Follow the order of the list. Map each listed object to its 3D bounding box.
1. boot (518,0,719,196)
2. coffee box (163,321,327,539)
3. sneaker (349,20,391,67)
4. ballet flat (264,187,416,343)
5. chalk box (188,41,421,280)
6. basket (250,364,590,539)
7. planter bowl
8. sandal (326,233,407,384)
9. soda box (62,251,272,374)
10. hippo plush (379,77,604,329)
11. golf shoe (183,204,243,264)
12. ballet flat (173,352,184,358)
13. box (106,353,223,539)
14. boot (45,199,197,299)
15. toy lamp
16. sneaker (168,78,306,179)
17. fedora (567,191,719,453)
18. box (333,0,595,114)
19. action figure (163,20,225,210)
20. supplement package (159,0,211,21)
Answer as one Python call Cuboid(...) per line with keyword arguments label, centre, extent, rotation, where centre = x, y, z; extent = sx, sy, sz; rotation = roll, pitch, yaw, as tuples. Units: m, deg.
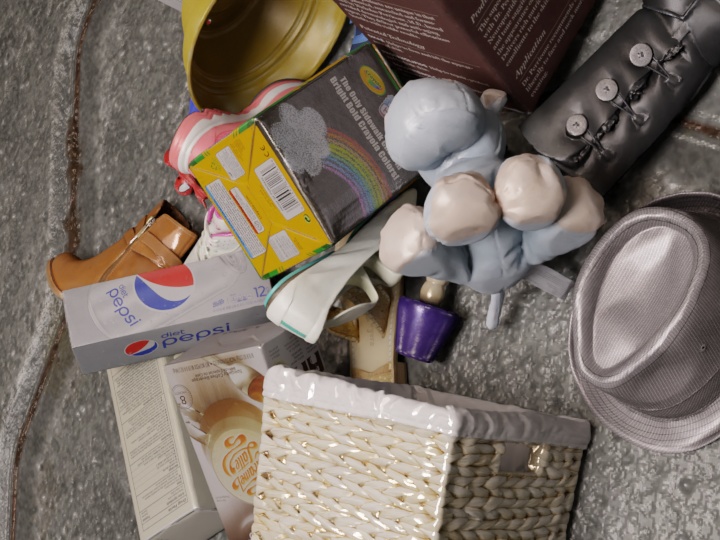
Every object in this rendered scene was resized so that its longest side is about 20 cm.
Cuboid(label="boot", centre=(0.200, -0.179, 0.998), extent=(0.165, 0.065, 0.200), rotation=(49, 114, 23))
Cuboid(label="coffee box", centre=(-0.076, 0.153, 1.092), extent=(0.113, 0.080, 0.202), rotation=(-13, 101, 33))
Cuboid(label="sneaker", centre=(0.018, -0.262, 1.162), extent=(0.202, 0.082, 0.074), rotation=(-68, 18, 1))
Cuboid(label="ballet flat", centre=(0.000, 0.000, 1.082), extent=(0.069, 0.200, 0.070), rotation=(27, 137, 28))
Cuboid(label="chalk box", centre=(-0.025, -0.105, 1.086), extent=(0.123, 0.200, 0.125), rotation=(-24, 102, 52))
Cuboid(label="basket", centre=(0.041, 0.172, 0.975), extent=(0.199, 0.197, 0.163), rotation=(9, 88, 40))
Cuboid(label="planter bowl", centre=(-0.106, -0.245, 1.167), extent=(0.083, 0.200, 0.201), rotation=(43, 108, 25))
Cuboid(label="sandal", centre=(-0.006, 0.037, 1.130), extent=(0.077, 0.069, 0.214), rotation=(-21, 66, 35))
Cuboid(label="soda box", centre=(-0.182, 0.039, 1.206), extent=(0.198, 0.068, 0.064), rotation=(-13, 63, -8))
Cuboid(label="hippo plush", centre=(0.101, -0.077, 0.971), extent=(0.158, 0.199, 0.162), rotation=(-26, 60, 28))
Cuboid(label="golf shoe", centre=(-0.133, -0.037, 1.244), extent=(0.200, 0.091, 0.076), rotation=(-41, 58, 28))
Cuboid(label="ballet flat", centre=(-0.089, 0.108, 1.184), extent=(0.199, 0.067, 0.063), rotation=(25, 85, 25))
Cuboid(label="box", centre=(-0.184, 0.163, 1.244), extent=(0.095, 0.077, 0.202), rotation=(-34, 60, 33))
Cuboid(label="boot", centre=(-0.262, -0.016, 1.363), extent=(0.156, 0.076, 0.200), rotation=(-57, 37, 4))
Cuboid(label="toy lamp", centre=(0.076, -0.020, 1.084), extent=(0.058, 0.058, 0.202), rotation=(19, 92, 41))
Cuboid(label="sneaker", centre=(-0.086, -0.117, 1.174), extent=(0.087, 0.199, 0.074), rotation=(38, 132, 22))
Cuboid(label="fedora", centre=(0.217, 0.032, 0.926), extent=(0.177, 0.090, 0.201), rotation=(41, 106, 39))
Cuboid(label="box", centre=(0.079, -0.263, 1.024), extent=(0.163, 0.200, 0.167), rotation=(26, 82, 41))
Cuboid(label="action figure", centre=(-0.147, -0.148, 1.286), extent=(0.099, 0.065, 0.201), rotation=(44, 128, 26))
Cuboid(label="supplement package", centre=(-0.114, -0.360, 1.237), extent=(0.199, 0.190, 0.149), rotation=(-30, 61, 31))
